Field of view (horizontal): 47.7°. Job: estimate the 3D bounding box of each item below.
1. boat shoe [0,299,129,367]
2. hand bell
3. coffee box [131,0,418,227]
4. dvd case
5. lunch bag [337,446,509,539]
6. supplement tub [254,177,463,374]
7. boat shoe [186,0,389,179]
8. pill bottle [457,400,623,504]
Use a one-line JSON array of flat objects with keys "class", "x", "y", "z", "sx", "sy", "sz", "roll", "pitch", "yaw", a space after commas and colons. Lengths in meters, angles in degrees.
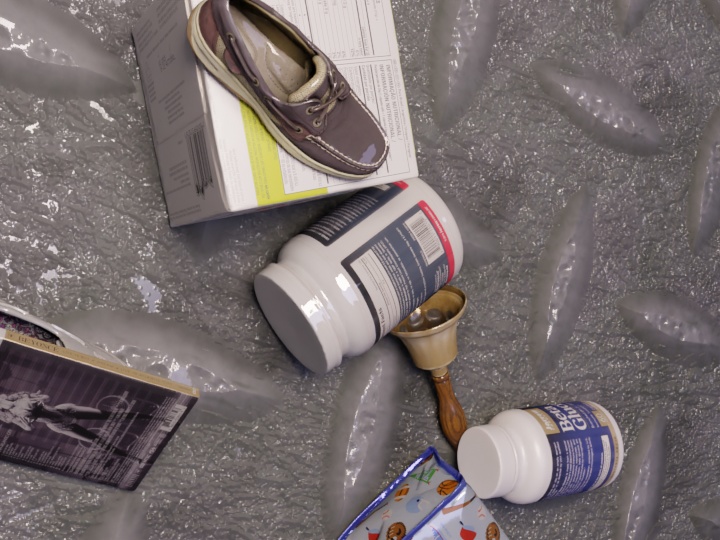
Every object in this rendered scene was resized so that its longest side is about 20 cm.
[{"class": "boat shoe", "x": -0.284, "y": 0.081, "z": 0.748, "sx": 0.200, "sy": 0.068, "sz": 0.073, "roll": 42, "pitch": 72, "yaw": -23}, {"class": "hand bell", "x": 0.097, "y": 0.130, "z": 0.969, "sx": 0.103, "sy": 0.103, "sz": 0.203, "roll": -30, "pitch": 117, "yaw": -25}, {"class": "coffee box", "x": -0.086, "y": -0.164, "z": 0.780, "sx": 0.195, "sy": 0.199, "sz": 0.204, "roll": -13, "pitch": 96, "yaw": -27}, {"class": "dvd case", "x": -0.267, "y": 0.131, "z": 0.737, "sx": 0.197, "sy": 0.016, "sz": 0.149, "roll": 22, "pitch": 122, "yaw": -28}, {"class": "lunch bag", "x": 0.071, "y": 0.341, "z": 0.927, "sx": 0.199, "sy": 0.124, "sz": 0.171, "roll": -38, "pitch": 108, "yaw": -9}, {"class": "supplement tub", "x": 0.000, "y": 0.000, "z": 0.865, "sx": 0.199, "sy": 0.140, "sz": 0.142, "roll": -37, "pitch": 107, "yaw": -23}, {"class": "boat shoe", "x": -0.048, "y": -0.145, "z": 0.651, "sx": 0.199, "sy": 0.064, "sz": 0.073, "roll": 40, "pitch": 72, "yaw": -23}, {"class": "pill bottle", "x": 0.219, "y": 0.224, "z": 1.003, "sx": 0.197, "sy": 0.110, "sz": 0.114, "roll": 0, "pitch": 91, "yaw": -33}]
